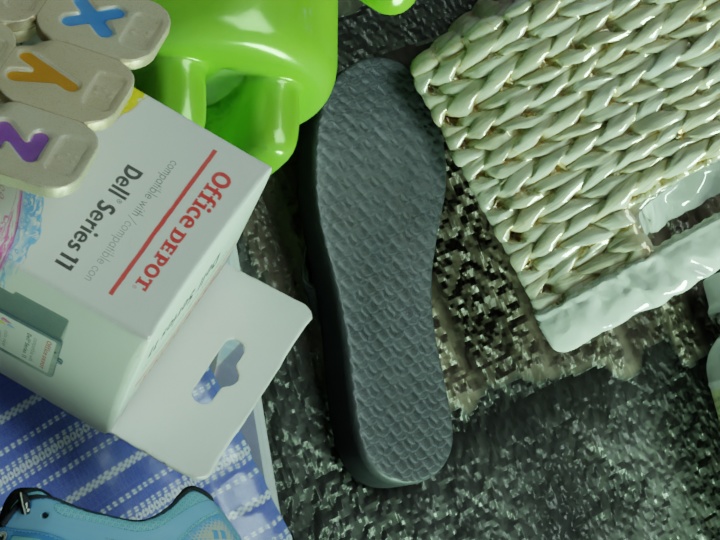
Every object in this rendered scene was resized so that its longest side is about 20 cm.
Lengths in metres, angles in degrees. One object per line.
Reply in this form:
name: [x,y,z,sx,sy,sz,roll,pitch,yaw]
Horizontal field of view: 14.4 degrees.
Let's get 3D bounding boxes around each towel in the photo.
towel: [-0.088,0.107,1.166,0.145,0.024,0.200,-31,99,-44]

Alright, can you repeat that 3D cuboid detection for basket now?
basket: [0.154,-0.095,1.356,0.161,0.198,0.200,56,27,-7]

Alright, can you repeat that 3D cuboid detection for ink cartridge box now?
ink cartridge box: [-0.116,-0.018,1.118,0.200,0.067,0.117,30,47,2]

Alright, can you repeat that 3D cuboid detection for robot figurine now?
robot figurine: [-0.067,-0.135,1.238,0.175,0.116,0.200,10,67,-22]

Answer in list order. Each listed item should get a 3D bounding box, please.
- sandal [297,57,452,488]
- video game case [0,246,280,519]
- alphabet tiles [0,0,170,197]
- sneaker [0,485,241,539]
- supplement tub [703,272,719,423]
sandal: [-0.001,0.000,1.314,0.076,0.043,0.201,5,80,-35]
video game case: [-0.110,0.077,1.186,0.182,0.023,0.200,1,75,-44]
alphabet tiles: [-0.181,-0.091,1.095,0.195,0.015,0.200,18,45,6]
sneaker: [-0.134,0.132,1.085,0.200,0.078,0.090,-10,65,-21]
supplement tub: [0.260,0.085,1.455,0.145,0.145,0.200,-9,81,-45]
